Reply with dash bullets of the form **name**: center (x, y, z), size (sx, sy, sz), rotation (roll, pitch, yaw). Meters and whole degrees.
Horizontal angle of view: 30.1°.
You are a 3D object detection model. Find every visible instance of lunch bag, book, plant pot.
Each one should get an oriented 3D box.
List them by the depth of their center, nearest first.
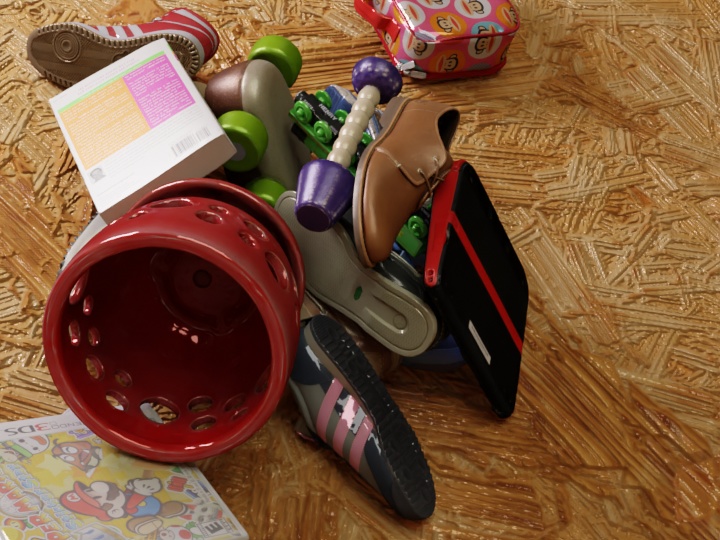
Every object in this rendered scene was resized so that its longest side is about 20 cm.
- **plant pot**: center (-0.142, 0.033, 1.119), size (0.199, 0.201, 0.183), rotation (19, 21, 1)
- **book**: center (-0.207, -0.133, 1.261), size (0.133, 0.048, 0.200), rotation (-33, 42, 0)
- **lunch bag**: center (0.077, -0.316, 1.594), size (0.175, 0.082, 0.201), rotation (-8, 53, -22)

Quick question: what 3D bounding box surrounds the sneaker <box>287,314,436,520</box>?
- **sneaker**: center (-0.009, 0.141, 1.184), size (0.201, 0.082, 0.070), rotation (59, 26, 11)

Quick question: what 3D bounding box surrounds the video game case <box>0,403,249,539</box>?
- **video game case**: center (-0.211, 0.173, 1.048), size (0.181, 0.023, 0.200), rotation (-6, 30, -32)

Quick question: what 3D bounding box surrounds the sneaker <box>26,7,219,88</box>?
- **sneaker**: center (-0.249, -0.240, 1.440), size (0.199, 0.072, 0.113), rotation (5, 23, 13)

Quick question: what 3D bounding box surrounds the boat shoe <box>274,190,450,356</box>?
- **boat shoe**: center (0.000, 0.000, 1.219), size (0.200, 0.072, 0.068), rotation (41, 29, 17)

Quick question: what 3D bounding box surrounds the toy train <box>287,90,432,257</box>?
- **toy train**: center (0.003, -0.093, 1.279), size (0.200, 0.056, 0.042), rotation (45, 52, 14)

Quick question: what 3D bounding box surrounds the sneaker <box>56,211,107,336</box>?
- **sneaker**: center (-0.209, -0.010, 1.245), size (0.093, 0.071, 0.200), rotation (18, 44, 8)

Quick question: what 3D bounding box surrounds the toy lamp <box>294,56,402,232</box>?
- **toy lamp**: center (-0.011, -0.114, 1.216), size (0.058, 0.058, 0.201), rotation (21, 51, 3)

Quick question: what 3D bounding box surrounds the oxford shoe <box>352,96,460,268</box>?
- **oxford shoe**: center (0.042, -0.084, 1.187), size (0.071, 0.072, 0.201), rotation (3, 50, 22)

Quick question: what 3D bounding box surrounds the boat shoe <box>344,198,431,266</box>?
- **boat shoe**: center (0.035, -0.051, 1.360), size (0.199, 0.071, 0.064), rotation (15, 47, -14)

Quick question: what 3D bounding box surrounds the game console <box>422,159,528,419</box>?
- **game console**: center (0.108, 0.014, 1.253), size (0.031, 0.200, 0.178), rotation (-9, 44, 26)

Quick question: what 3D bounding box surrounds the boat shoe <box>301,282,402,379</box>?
- **boat shoe**: center (-0.053, 0.036, 1.250), size (0.200, 0.076, 0.072), rotation (36, 51, 18)

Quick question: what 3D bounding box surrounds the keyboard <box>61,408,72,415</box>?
- **keyboard**: center (-0.282, 0.187, 1.090), size (0.056, 0.011, 0.200), rotation (33, 48, 13)

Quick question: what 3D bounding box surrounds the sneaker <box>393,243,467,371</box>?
- **sneaker**: center (0.026, 0.024, 1.278), size (0.199, 0.082, 0.074), rotation (31, 46, 10)

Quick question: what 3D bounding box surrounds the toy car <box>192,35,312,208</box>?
- **toy car**: center (-0.159, -0.131, 1.355), size (0.199, 0.158, 0.165), rotation (-4, 40, 19)

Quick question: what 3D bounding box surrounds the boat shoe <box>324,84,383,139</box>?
- **boat shoe**: center (0.011, -0.139, 1.395), size (0.072, 0.073, 0.200), rotation (17, 24, -24)
